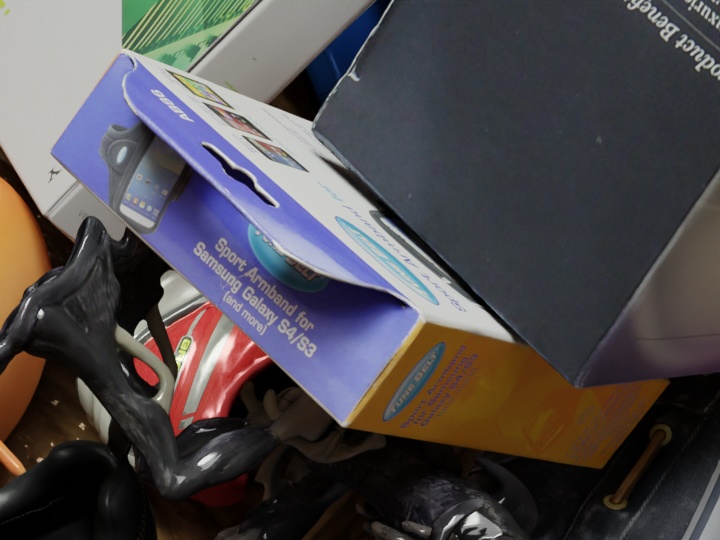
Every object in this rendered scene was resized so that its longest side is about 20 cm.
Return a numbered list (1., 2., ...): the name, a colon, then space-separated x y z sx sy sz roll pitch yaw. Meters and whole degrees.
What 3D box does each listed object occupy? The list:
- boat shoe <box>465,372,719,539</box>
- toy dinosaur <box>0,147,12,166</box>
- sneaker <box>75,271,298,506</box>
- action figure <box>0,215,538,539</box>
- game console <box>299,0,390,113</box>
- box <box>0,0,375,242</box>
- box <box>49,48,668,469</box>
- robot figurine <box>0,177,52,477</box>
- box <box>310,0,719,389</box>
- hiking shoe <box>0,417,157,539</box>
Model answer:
1. boat shoe: 0.088 0.060 0.818 0.091 0.071 0.200 21 56 14
2. toy dinosaur: -0.107 -0.074 0.937 0.200 0.058 0.101 26 54 19
3. sneaker: 0.001 0.009 0.863 0.200 0.077 0.085 -40 58 -18
4. action figure: -0.018 0.074 0.708 0.200 0.119 0.102 38 91 -6
5. game console: 0.035 -0.146 1.031 0.200 0.118 0.171 -20 84 -18
6. box: -0.078 -0.108 0.867 0.144 0.036 0.200 -44 42 5
7. box: 0.000 0.000 0.718 0.119 0.200 0.041 42 103 26
8. robot figurine: -0.186 0.007 0.827 0.200 0.117 0.144 15 17 11
9. box: 0.127 -0.080 0.721 0.200 0.198 0.123 -3 42 -51
10. hiking shoe: -0.136 0.115 0.744 0.076 0.101 0.200 30 54 24
